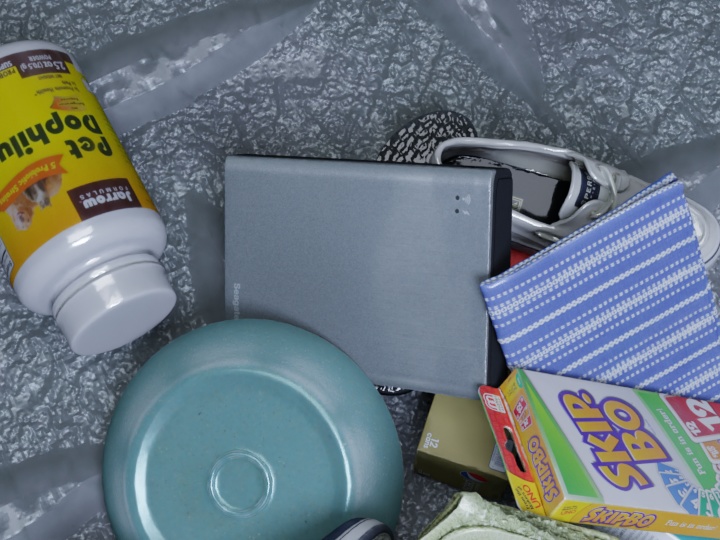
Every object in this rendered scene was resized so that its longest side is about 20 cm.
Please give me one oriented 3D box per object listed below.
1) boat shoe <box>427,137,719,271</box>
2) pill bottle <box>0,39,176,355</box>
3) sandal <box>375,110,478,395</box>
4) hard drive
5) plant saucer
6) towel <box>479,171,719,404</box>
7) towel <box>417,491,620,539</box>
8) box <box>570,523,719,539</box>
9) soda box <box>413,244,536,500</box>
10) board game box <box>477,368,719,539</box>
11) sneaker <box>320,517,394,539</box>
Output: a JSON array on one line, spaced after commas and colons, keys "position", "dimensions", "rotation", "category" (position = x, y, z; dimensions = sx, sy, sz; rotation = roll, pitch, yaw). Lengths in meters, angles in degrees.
[{"position": [0.138, -0.044, 0.906], "dimensions": [0.198, 0.066, 0.072], "rotation": [18, 71, 5], "category": "boat shoe"}, {"position": [-0.202, -0.047, 0.954], "dimensions": [0.109, 0.109, 0.201], "rotation": [-28, 73, -10], "category": "pill bottle"}, {"position": [0.032, -0.014, 0.983], "dimensions": [0.075, 0.048, 0.202], "rotation": [15, 83, 4], "category": "sandal"}, {"position": [0.000, 0.000, 0.906], "dimensions": [0.198, 0.033, 0.141], "rotation": [6, 100, 32], "category": "hard drive"}, {"position": [-0.073, 0.132, 0.890], "dimensions": [0.198, 0.036, 0.202], "rotation": [0, 91, 9], "category": "plant saucer"}, {"position": [0.161, 0.050, 0.894], "dimensions": [0.144, 0.201, 0.024], "rotation": [-29, 35, -9], "category": "towel"}, {"position": [0.087, 0.201, 0.813], "dimensions": [0.199, 0.149, 0.037], "rotation": [24, 30, -32], "category": "towel"}, {"position": [0.204, 0.201, 0.876], "dimensions": [0.199, 0.049, 0.083], "rotation": [37, 118, 10], "category": "box"}, {"position": [0.095, 0.044, 0.946], "dimensions": [0.063, 0.068, 0.201], "rotation": [18, 71, 6], "category": "soda box"}, {"position": [0.167, 0.113, 0.857], "dimensions": [0.198, 0.030, 0.096], "rotation": [9, 43, -27], "category": "board game box"}, {"position": [-0.088, 0.195, 0.837], "dimensions": [0.146, 0.077, 0.202], "rotation": [30, 62, 36], "category": "sneaker"}]
